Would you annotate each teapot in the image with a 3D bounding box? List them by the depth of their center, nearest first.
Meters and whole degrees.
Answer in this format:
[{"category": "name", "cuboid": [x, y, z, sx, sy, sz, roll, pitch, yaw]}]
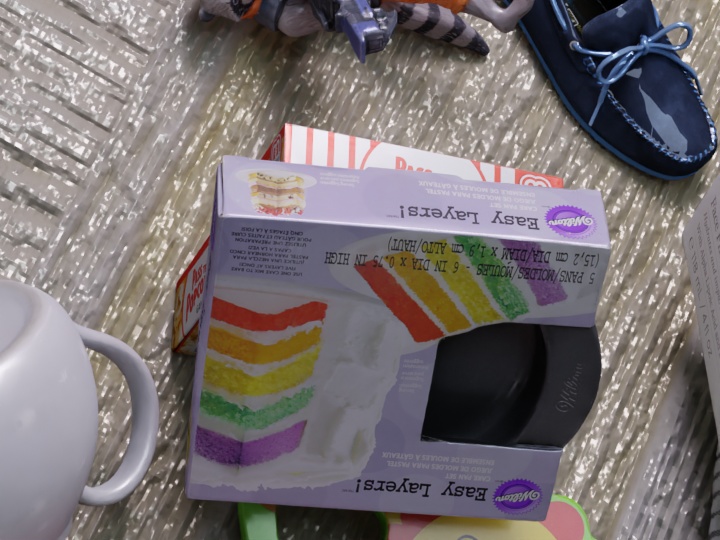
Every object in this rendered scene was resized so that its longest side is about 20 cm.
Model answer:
[{"category": "teapot", "cuboid": [-0.206, 0.102, 1.318, 0.198, 0.198, 0.147, -15, 111, 6]}]

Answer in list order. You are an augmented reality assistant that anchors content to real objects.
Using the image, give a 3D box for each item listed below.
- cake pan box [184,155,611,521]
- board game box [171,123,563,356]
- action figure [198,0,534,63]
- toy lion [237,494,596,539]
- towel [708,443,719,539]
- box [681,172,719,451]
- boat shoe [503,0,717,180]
[{"category": "cake pan box", "cuboid": [0.018, 0.038, 1.327, 0.198, 0.185, 0.053, 5, 40, -8]}, {"category": "board game box", "cuboid": [0.000, 0.000, 1.412, 0.150, 0.200, 0.047, 11, 63, -17]}, {"category": "action figure", "cuboid": [-0.002, -0.156, 1.544, 0.192, 0.105, 0.201, 0, 42, -16]}, {"category": "toy lion", "cuboid": [0.035, 0.149, 1.429, 0.198, 0.069, 0.193, -1, 83, -7]}, {"category": "towel", "cuboid": [0.300, 0.134, 1.535, 0.199, 0.086, 0.167, 18, 61, -13]}, {"category": "box", "cuboid": [0.298, 0.033, 1.468, 0.198, 0.131, 0.200, 5, 55, -16]}, {"category": "boat shoe", "cuboid": [0.142, -0.141, 1.608, 0.200, 0.069, 0.084, 47, 60, 3]}]
